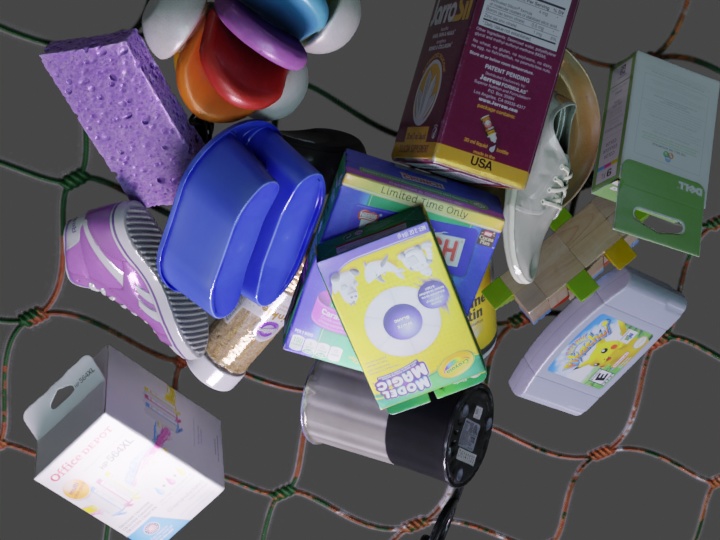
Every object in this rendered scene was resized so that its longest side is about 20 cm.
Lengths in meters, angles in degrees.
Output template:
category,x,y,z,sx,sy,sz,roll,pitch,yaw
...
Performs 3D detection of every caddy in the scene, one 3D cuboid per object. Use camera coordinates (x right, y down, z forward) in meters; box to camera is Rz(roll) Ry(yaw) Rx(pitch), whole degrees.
category,x,y,z,sx,sy,sz,roll,pitch,yaw
caddy,-0.124,-0.051,1.512,0.141,0.105,0.201,-15,135,-50

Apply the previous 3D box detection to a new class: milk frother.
category,x,y,z,sx,sy,sz,roll,pitch,yaw
milk frother,0.033,0.211,1.706,0.187,0.201,0.181,13,153,29

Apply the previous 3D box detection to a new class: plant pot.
category,x,y,z,sx,sy,sz,roll,pitch,yaw
plant pot,0.151,-0.146,1.575,0.199,0.027,0.201,-2,95,-18

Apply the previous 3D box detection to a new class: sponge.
category,x,y,z,sx,sy,sz,roll,pitch,yaw
sponge,-0.225,-0.149,1.532,0.111,0.030,0.200,-5,130,31

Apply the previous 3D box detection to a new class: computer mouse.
category,x,y,z,sx,sy,sz,roll,pitch,yaw
computer mouse,-0.096,-0.087,1.612,0.199,0.046,0.141,7,122,-13

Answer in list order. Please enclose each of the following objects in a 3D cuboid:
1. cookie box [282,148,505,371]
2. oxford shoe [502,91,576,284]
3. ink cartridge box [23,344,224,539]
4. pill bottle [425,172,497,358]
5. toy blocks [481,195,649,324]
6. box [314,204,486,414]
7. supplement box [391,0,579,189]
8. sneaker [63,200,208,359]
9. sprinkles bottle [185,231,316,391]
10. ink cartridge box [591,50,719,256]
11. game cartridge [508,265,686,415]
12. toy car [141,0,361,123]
category,x,y,z,sx,sy,sz,roll,pitch,yaw
cookie box,0.031,0.001,1.537,0.170,0.075,0.201,16,111,-10
oxford shoe,0.181,-0.086,1.534,0.057,0.075,0.201,8,91,22
ink cartridge box,-0.269,0.195,1.725,0.200,0.125,0.128,37,112,-28
pill bottle,0.088,0.000,1.656,0.111,0.112,0.201,-9,124,-2
toy blocks,0.229,-0.011,1.666,0.200,0.137,0.100,-40,77,1
box,0.044,0.049,1.492,0.117,0.048,0.201,-21,116,6
supplement box,0.119,-0.187,1.479,0.103,0.131,0.201,16,89,-17
sneaker,-0.244,0.016,1.643,0.114,0.073,0.201,-13,119,26
sprinkles bottle,-0.110,0.042,1.682,0.068,0.068,0.200,30,114,-25
ink cartridge box,0.299,-0.113,1.567,0.103,0.201,0.059,17,160,-18
game cartridge,0.268,0.083,1.760,0.133,0.041,0.200,22,119,-38
toy car,-0.102,-0.226,1.457,0.175,0.150,0.200,31,114,-24
